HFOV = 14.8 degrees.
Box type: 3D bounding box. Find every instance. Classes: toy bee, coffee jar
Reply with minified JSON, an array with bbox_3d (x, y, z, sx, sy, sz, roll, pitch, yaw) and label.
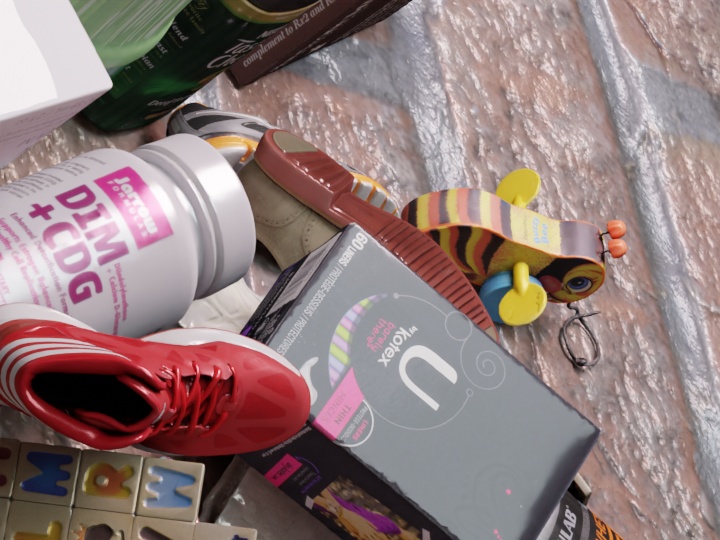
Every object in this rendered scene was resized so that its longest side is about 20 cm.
[{"bbox_3d":[0.130,-0.017,1.968,0.200,0.109,0.131,8,56,-46],"label":"toy bee"},{"bbox_3d":[-0.099,-0.170,1.738,0.104,0.200,0.085,-24,82,-53],"label":"coffee jar"}]

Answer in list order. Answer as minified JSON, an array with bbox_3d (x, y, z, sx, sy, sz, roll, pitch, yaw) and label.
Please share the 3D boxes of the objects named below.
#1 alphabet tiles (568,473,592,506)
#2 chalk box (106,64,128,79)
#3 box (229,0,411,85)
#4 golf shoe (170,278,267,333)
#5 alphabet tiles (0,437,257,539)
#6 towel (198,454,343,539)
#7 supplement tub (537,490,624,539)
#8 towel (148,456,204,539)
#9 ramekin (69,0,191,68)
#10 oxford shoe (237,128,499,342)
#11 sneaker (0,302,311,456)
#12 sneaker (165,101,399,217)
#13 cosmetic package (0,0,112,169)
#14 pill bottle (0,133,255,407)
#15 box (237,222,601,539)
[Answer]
[{"bbox_3d":[0.088,0.074,1.815,0.200,0.008,0.167,53,-8,11],"label":"alphabet tiles"},{"bbox_3d":[-0.218,-0.158,1.658,0.124,0.124,0.200,5,61,-47],"label":"chalk box"},{"bbox_3d":[-0.021,-0.257,1.922,0.164,0.166,0.200,58,36,0],"label":"box"},{"bbox_3d":[-0.097,0.038,1.696,0.200,0.075,0.092,32,46,-29],"label":"golf shoe"},{"bbox_3d":[-0.159,0.172,1.448,0.199,0.006,0.167,7,69,3],"label":"alphabet tiles"},{"bbox_3d":[-0.025,0.154,1.676,0.133,0.034,0.200,44,59,-19],"label":"towel"},{"bbox_3d":[0.119,0.209,1.771,0.200,0.122,0.123,40,39,-21],"label":"supplement tub"},{"bbox_3d":[-0.098,0.215,1.510,0.030,0.146,0.200,-10,68,-20],"label":"towel"},{"bbox_3d":[-0.158,-0.225,1.589,0.200,0.098,0.200,28,45,-32],"label":"ramekin"},{"bbox_3d":[0.000,0.000,1.729,0.200,0.075,0.070,42,21,11],"label":"oxford shoe"},{"bbox_3d":[-0.103,0.075,1.461,0.200,0.079,0.116,7,13,-26],"label":"sneaker"},{"bbox_3d":[-0.049,-0.058,1.824,0.200,0.078,0.077,29,18,-45],"label":"sneaker"},{"bbox_3d":[-0.279,-0.084,1.467,0.199,0.200,0.123,-23,84,-53],"label":"cosmetic package"},{"bbox_3d":[-0.165,-0.002,1.567,0.200,0.113,0.114,-25,83,-36],"label":"pill bottle"},{"bbox_3d":[0.020,0.089,1.628,0.200,0.106,0.122,40,62,-10],"label":"box"}]
